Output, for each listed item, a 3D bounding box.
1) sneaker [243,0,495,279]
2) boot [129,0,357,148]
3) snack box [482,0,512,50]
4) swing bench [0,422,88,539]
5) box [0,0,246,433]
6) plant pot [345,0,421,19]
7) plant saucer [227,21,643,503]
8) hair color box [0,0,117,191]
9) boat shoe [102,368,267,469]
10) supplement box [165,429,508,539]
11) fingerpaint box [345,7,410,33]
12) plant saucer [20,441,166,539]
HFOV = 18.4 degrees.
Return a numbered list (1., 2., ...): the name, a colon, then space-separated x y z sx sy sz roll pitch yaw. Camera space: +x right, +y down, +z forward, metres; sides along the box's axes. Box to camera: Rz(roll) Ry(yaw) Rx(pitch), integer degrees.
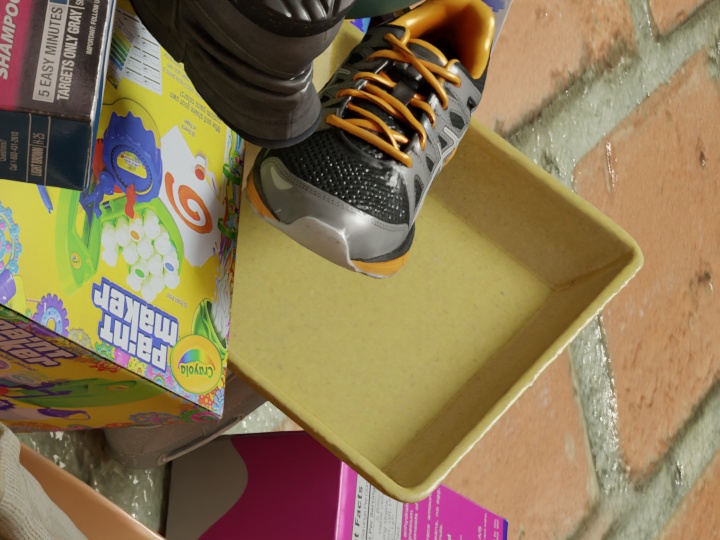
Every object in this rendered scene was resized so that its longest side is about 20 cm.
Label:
1. sneaker: 0.009 -0.065 0.971 0.077 0.078 0.200 -59 -178 31
2. boot: -0.075 -0.143 0.815 0.201 0.070 0.132 60 -19 10
3. snack box: 0.077 -0.183 1.189 0.072 0.024 0.200 -86 -168 -45
4. swing bench: -0.163 0.137 0.698 0.130 0.200 0.199 47 -8 47
5. box: -0.145 -0.053 0.888 0.200 0.121 0.194 35 54 -58
6. plant pot: -0.037 -0.220 0.946 0.161 0.200 0.202 9 77 -62
7. plant saucer: 0.000 0.000 1.035 0.200 0.200 0.049 -43 164 -36
8. hair color box: -0.181 -0.096 0.741 0.061 0.199 0.101 113 -17 -67
9. boat shoe: -0.052 0.027 1.082 0.201 0.070 0.072 -35 148 -34
10. supplement box: -0.009 0.154 1.145 0.200 0.101 0.104 36 54 -56
11. fingerpaint box: -0.034 -0.108 1.176 0.200 0.073 0.167 60 35 -40
12. plant saucer: -0.122 0.097 0.839 0.032 0.200 0.200 -57 141 -15
